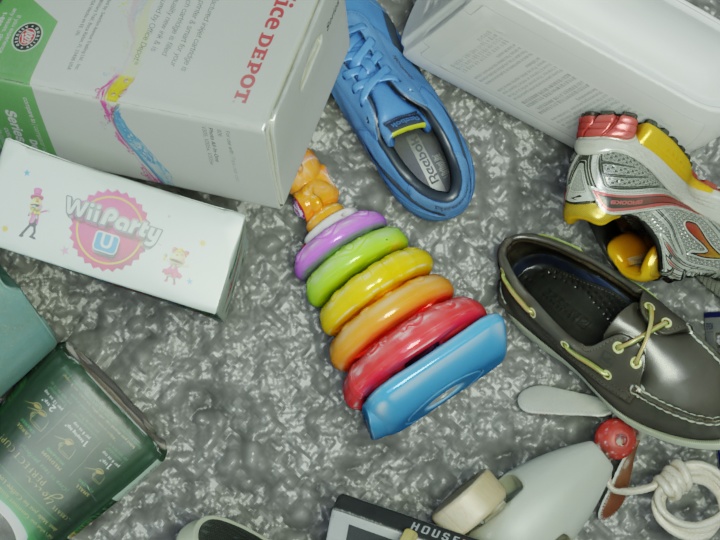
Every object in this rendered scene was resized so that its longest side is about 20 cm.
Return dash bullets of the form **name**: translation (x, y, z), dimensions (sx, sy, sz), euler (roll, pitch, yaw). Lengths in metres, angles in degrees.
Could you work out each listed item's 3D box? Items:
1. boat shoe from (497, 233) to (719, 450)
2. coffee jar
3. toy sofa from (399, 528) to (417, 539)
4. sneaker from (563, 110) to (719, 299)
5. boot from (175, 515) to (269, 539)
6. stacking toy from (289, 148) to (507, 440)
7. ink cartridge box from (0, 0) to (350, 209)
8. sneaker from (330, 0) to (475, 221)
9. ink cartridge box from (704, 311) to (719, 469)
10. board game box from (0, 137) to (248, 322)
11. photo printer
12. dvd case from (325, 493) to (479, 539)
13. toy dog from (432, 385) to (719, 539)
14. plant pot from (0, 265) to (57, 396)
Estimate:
- **boat shoe**: translation (0.165, 0.043, 1.166), dimensions (0.201, 0.061, 0.072), euler (33, 74, 32)
- **coffee jar**: translation (-0.227, 0.148, 1.179), dimensions (0.200, 0.085, 0.104), euler (-43, 97, -4)
- **toy sofa**: translation (0.084, 0.251, 1.100), dimensions (0.199, 0.083, 0.098), euler (26, 115, 7)
- **sneaker**: translation (0.194, -0.022, 1.178), dimensions (0.199, 0.078, 0.083), euler (34, 71, -35)
- **boot**: translation (-0.070, 0.261, 1.171), dimensions (0.200, 0.072, 0.144), euler (44, 120, -5)
- **stacking toy**: translation (0.000, 0.000, 1.197), dimensions (0.109, 0.116, 0.201), euler (-32, 78, -6)
- **ink cartridge box**: translation (-0.121, -0.135, 1.143), dimensions (0.198, 0.088, 0.146), euler (11, 57, 15)
- **sneaker**: translation (0.013, -0.123, 1.206), dimensions (0.066, 0.078, 0.201), euler (-33, 88, -2)
- **ink cartridge box**: translation (0.259, 0.125, 1.199), dimensions (0.037, 0.095, 0.202), euler (-7, 88, -3)
- **board game box**: translation (-0.146, -0.021, 1.131), dimensions (0.146, 0.200, 0.065), euler (18, 86, -1)
- **photo printer**: translation (0.142, -0.137, 1.159), dimensions (0.199, 0.166, 0.070), euler (26, 74, -12)
- **dvd case**: translation (0.065, 0.238, 1.164), dimensions (0.198, 0.025, 0.152), euler (17, 117, 12)
- **toy dog**: translation (0.134, 0.141, 1.209), dimensions (0.198, 0.096, 0.133), euler (-20, 86, -18)
- **plant pot**: translation (-0.308, 0.044, 1.132), dimensions (0.196, 0.200, 0.201), euler (-38, 90, -10)
